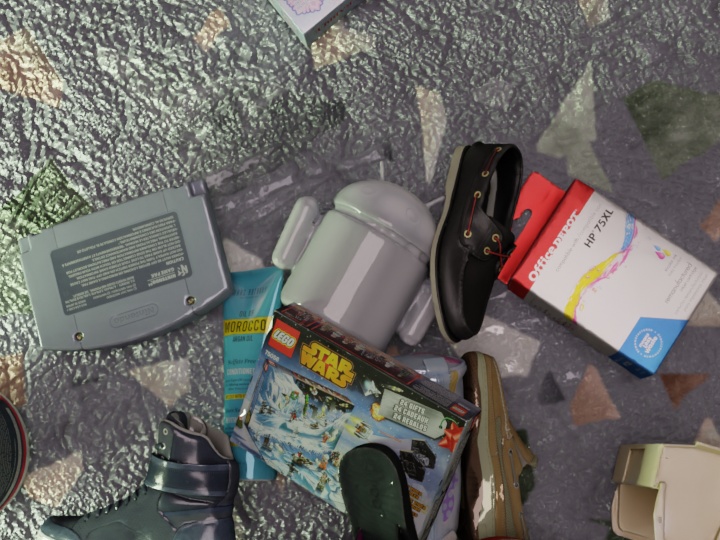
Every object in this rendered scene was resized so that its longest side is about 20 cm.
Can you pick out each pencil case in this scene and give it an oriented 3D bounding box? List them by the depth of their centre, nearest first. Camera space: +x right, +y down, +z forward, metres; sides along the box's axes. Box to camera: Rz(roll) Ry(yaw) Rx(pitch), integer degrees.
[{"bbox_3d":[0.055,0.175,1.075,0.082,0.091,0.203,1,95,-1],"label":"pencil case"}]

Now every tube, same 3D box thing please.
[{"bbox_3d":[-0.104,0.099,1.131,0.076,0.050,0.203,-5,80,27],"label":"tube"}]

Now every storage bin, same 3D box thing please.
[{"bbox_3d":[0.327,0.215,1.018,0.196,0.200,0.095,16,82,5],"label":"storage bin"}]

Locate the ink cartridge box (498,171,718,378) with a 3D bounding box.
[{"bbox_3d":[0.220,-0.002,1.117,0.199,0.067,0.117,34,86,7],"label":"ink cartridge box"}]

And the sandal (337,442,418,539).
[{"bbox_3d":[0.021,0.248,0.984,0.075,0.048,0.203,-17,92,28],"label":"sandal"}]

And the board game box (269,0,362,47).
[{"bbox_3d":[-0.041,-0.367,1.189,0.199,0.041,0.200,-40,83,-2],"label":"board game box"}]

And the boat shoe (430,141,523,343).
[{"bbox_3d":[0.110,-0.030,1.096,0.062,0.074,0.204,-4,62,31],"label":"boat shoe"}]

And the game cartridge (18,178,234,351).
[{"bbox_3d":[-0.227,0.003,1.148,0.197,0.042,0.135,-17,85,6],"label":"game cartridge"}]

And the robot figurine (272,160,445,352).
[{"bbox_3d":[0.000,0.000,1.104,0.168,0.113,0.202,31,85,-6],"label":"robot figurine"}]

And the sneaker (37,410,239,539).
[{"bbox_3d":[-0.204,0.202,1.093,0.199,0.077,0.149,2,89,16],"label":"sneaker"}]

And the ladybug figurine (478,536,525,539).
[{"bbox_3d":[0.144,0.307,1.053,0.135,0.072,0.201,-37,113,3],"label":"ladybug figurine"}]

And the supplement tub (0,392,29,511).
[{"bbox_3d":[-0.393,0.167,1.059,0.138,0.200,0.143,0,83,2],"label":"supplement tub"}]

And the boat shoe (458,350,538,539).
[{"bbox_3d":[0.129,0.176,1.107,0.075,0.072,0.203,-2,91,-11],"label":"boat shoe"}]

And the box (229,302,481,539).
[{"bbox_3d":[-0.008,0.135,1.027,0.198,0.040,0.138,29,111,19],"label":"box"}]
